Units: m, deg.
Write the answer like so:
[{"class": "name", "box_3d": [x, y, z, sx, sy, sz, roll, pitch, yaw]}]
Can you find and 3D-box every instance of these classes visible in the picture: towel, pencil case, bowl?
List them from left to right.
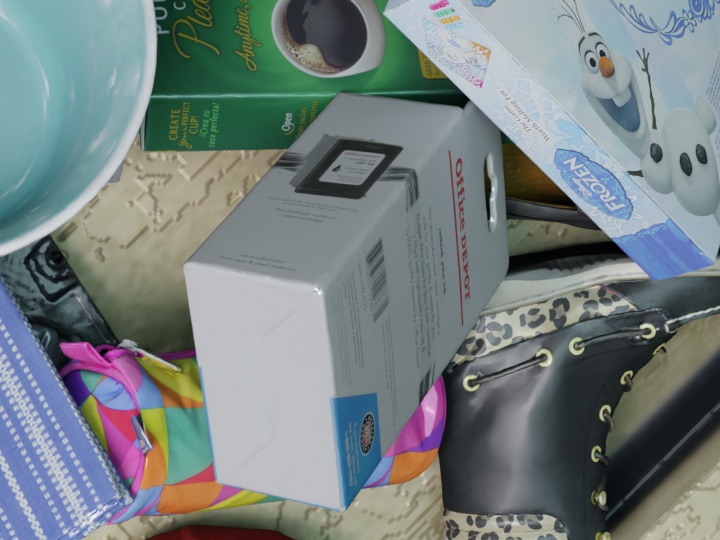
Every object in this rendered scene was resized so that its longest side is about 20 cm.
[{"class": "towel", "box_3d": [-0.210, 0.103, 1.020, 0.200, 0.024, 0.145, -38, 72, 13]}, {"class": "bowl", "box_3d": [-0.191, -0.086, 0.962, 0.199, 0.105, 0.202, 3, 76, -10]}, {"class": "pencil case", "box_3d": [-0.053, 0.070, 1.064, 0.199, 0.088, 0.089, -2, 95, -42]}]

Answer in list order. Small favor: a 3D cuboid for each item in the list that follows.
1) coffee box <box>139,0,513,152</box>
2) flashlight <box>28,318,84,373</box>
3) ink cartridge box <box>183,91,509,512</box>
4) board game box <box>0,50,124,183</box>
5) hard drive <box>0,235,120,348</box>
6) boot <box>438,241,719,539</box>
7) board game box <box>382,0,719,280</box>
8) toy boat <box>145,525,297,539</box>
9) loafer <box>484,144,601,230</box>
[{"class": "coffee box", "box_3d": [-0.013, -0.117, 1.088, 0.198, 0.044, 0.124, -3, 55, -11]}, {"class": "flashlight", "box_3d": [-0.192, 0.114, 1.052, 0.068, 0.068, 0.201, 19, 89, -6]}, {"class": "ink cartridge box", "box_3d": [0.000, 0.000, 1.008, 0.066, 0.200, 0.117, 9, 124, 23]}, {"class": "board game box", "box_3d": [-0.216, -0.099, 1.034, 0.199, 0.034, 0.135, -7, 76, -12]}, {"class": "hard drive", "box_3d": [-0.215, 0.068, 1.097, 0.199, 0.038, 0.140, -35, 99, -7]}, {"class": "boot", "box_3d": [0.125, 0.066, 1.142, 0.202, 0.073, 0.155, -7, 97, -3]}, {"class": "board game box", "box_3d": [0.117, -0.134, 1.066, 0.199, 0.043, 0.201, 43, 50, -27]}, {"class": "toy boat", "box_3d": [-0.066, 0.230, 1.087, 0.130, 0.131, 0.202, 4, 93, -10]}, {"class": "loafer", "box_3d": [0.117, -0.053, 1.131, 0.198, 0.072, 0.073, -7, 95, -10]}]
